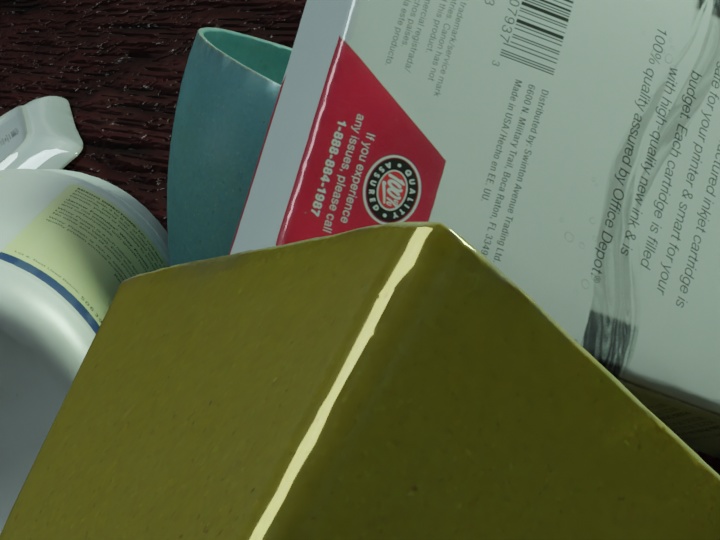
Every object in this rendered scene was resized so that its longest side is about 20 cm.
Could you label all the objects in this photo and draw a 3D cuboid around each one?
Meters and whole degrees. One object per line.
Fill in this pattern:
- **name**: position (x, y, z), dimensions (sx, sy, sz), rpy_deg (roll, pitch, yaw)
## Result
- **plant pot**: position (0.000, 0.000, 1.142), dimensions (0.200, 0.199, 0.136), rpy_deg (-129, 61, -72)
- **ink cartridge box**: position (0.072, -0.033, 0.939), dimensions (0.083, 0.199, 0.146), rpy_deg (153, 136, -71)
- **plate**: position (-0.302, -0.060, 2.110), dimensions (0.200, 0.032, 0.200), rpy_deg (-39, 17, 2)
- **plant pot**: position (-0.012, 0.130, 0.824), dimensions (0.195, 0.194, 0.201), rpy_deg (-9, 44, 58)
- **supplement tub**: position (-0.148, 0.040, 1.136), dimensions (0.145, 0.145, 0.200), rpy_deg (-35, 8, 15)
